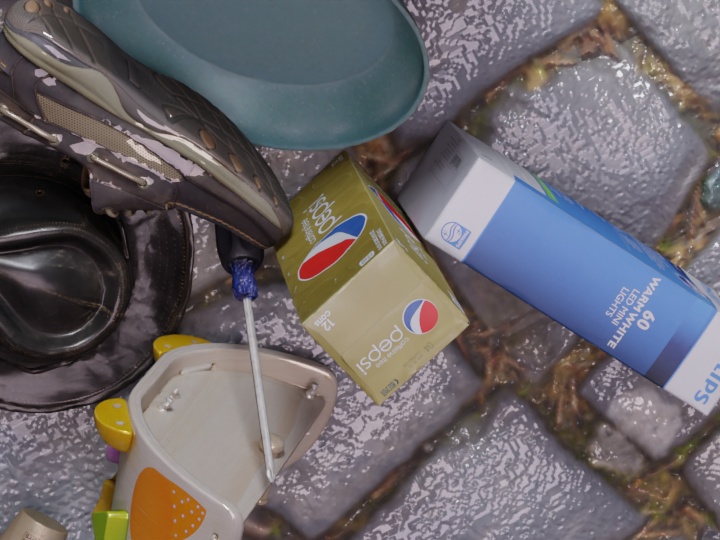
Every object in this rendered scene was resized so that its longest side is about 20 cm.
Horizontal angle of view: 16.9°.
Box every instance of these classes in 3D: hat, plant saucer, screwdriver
[{"bbox_3d":[-0.191,0.001,1.367,0.200,0.081,0.201,-2,106,-6],"label":"hat"},{"bbox_3d":[-0.056,-0.138,1.320,0.199,0.200,0.036,22,59,-13],"label":"plant saucer"},{"bbox_3d":[-0.060,0.028,1.347,0.028,0.201,0.029,5,139,-21],"label":"screwdriver"}]

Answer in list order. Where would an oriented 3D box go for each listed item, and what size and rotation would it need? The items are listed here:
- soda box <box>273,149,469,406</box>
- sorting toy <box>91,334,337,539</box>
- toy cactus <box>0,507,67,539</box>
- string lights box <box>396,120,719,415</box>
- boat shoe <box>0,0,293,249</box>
[{"bbox_3d":[0.000,0.000,1.330,0.068,0.200,0.064,-42,107,5],"label":"soda box"},{"bbox_3d":[-0.110,0.150,1.383,0.107,0.200,0.181,23,114,6],"label":"sorting toy"},{"bbox_3d":[-0.227,0.216,1.406,0.200,0.102,0.165,29,93,14],"label":"toy cactus"},{"bbox_3d":[0.125,-0.003,1.397,0.200,0.103,0.059,32,98,-14],"label":"string lights box"},{"bbox_3d":[-0.126,-0.070,1.336,0.200,0.075,0.073,37,109,-19],"label":"boat shoe"}]
